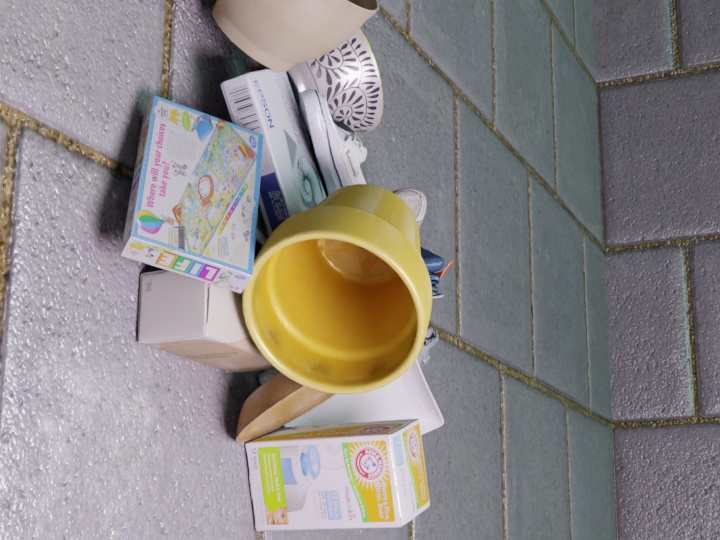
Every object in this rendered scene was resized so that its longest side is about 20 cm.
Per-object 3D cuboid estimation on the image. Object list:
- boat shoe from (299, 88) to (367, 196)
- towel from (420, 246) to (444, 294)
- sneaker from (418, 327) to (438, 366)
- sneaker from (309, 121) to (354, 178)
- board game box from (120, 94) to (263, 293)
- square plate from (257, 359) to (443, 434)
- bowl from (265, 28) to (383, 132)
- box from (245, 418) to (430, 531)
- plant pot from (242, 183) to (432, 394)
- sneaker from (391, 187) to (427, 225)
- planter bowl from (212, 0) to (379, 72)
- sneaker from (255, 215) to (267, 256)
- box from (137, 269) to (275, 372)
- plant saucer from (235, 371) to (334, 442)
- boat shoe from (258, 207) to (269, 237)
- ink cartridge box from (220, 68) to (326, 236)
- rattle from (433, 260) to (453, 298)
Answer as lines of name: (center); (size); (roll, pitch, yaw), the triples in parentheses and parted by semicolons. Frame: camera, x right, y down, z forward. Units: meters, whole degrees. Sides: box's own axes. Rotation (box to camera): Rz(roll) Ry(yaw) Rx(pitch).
boat shoe: (-0.025, -0.148, 1.506); (0.074, 0.066, 0.202); (-113, -174, -48)
towel: (0.000, 0.000, 1.530); (0.197, 0.111, 0.049); (-4, 110, -27)
sneaker: (0.065, 0.152, 1.852); (0.199, 0.074, 0.117); (-8, 92, -61)
sneaker: (-0.041, -0.146, 1.615); (0.201, 0.069, 0.083); (108, -5, -54)
board game box: (-0.174, -0.084, 1.269); (0.133, 0.034, 0.202); (19, 49, -21)
square plate: (-0.010, 0.164, 1.554); (0.029, 0.196, 0.202); (-112, 178, -55)
bowl: (-0.064, -0.257, 1.574); (0.093, 0.200, 0.203); (-29, 117, -23)
box: (-0.026, 0.248, 1.457); (0.101, 0.197, 0.114); (-10, 94, -66)
plant pot: (-0.011, 0.002, 1.325); (0.190, 0.198, 0.203); (-67, 144, -57)
sneaker: (0.013, -0.048, 1.629); (0.078, 0.199, 0.082); (54, -17, 3)
planter bowl: (-0.095, -0.328, 1.437); (0.199, 0.135, 0.201); (35, 23, -18)
sneaker: (-0.145, -0.060, 1.421); (0.080, 0.073, 0.202); (-75, 149, -49)
box: (-0.156, 0.058, 1.339); (0.200, 0.094, 0.079); (28, 59, -61)
plant saucer: (-0.070, 0.138, 1.429); (0.036, 0.199, 0.200); (59, 21, 12)
boat shoe: (-0.122, -0.089, 1.480); (0.071, 0.069, 0.204); (-40, 118, -58)
ink cartridge box: (-0.091, -0.147, 1.463); (0.200, 0.040, 0.202); (-45, 118, -71)
rattle: (0.061, 0.038, 1.707); (0.131, 0.197, 0.144); (-74, 148, -42)
